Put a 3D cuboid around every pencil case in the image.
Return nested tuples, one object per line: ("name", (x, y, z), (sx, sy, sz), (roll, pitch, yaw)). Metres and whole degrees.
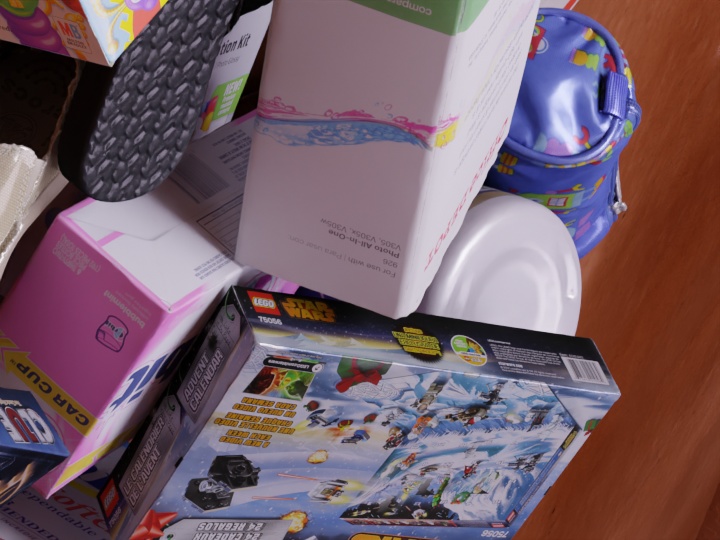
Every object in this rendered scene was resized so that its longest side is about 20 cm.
("pencil case", (0.092, -0.059, 1.464), (0.200, 0.086, 0.078), (86, 9, -73))

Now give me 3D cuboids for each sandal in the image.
("sandal", (-0.078, -0.123, 1.181), (0.075, 0.048, 0.201), (0, 122, -49))

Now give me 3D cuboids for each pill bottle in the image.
("pill bottle", (0.000, 0.000, 1.457), (0.111, 0.200, 0.112), (-17, 115, -42))

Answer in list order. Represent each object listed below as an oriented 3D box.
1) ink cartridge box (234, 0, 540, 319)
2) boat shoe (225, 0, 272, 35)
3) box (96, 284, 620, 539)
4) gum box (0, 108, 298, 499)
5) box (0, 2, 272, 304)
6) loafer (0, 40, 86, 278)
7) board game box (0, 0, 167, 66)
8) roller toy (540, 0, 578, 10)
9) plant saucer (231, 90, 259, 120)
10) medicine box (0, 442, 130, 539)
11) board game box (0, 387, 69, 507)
("ink cartridge box", (0.020, -0.104, 1.250), (0.146, 0.087, 0.201), (-60, 164, -47))
("boat shoe", (-0.074, -0.161, 1.244), (0.066, 0.074, 0.200), (-53, 162, -18))
("box", (0.000, 0.078, 1.338), (0.199, 0.040, 0.137), (10, 129, -35))
("gum box", (-0.086, 0.008, 1.331), (0.114, 0.066, 0.200), (-55, 169, 30))
("box", (-0.118, -0.038, 1.390), (0.156, 0.041, 0.201), (-27, 142, -65))
("loafer", (-0.168, -0.029, 1.193), (0.068, 0.075, 0.200), (96, 17, -52))
("board game box", (-0.085, -0.183, 1.060), (0.200, 0.105, 0.103), (-52, 140, -29))
("roller toy", (0.043, -0.184, 1.460), (0.182, 0.140, 0.200), (-41, 165, -41))
("plant saucer", (-0.080, 0.001, 1.595), (0.201, 0.037, 0.201), (-55, 164, -24))
("medicine box", (-0.140, 0.160, 1.398), (0.200, 0.182, 0.103), (-27, 144, -65))
("board game box", (-0.222, 0.115, 1.178), (0.200, 0.035, 0.135), (-37, 167, 8))
